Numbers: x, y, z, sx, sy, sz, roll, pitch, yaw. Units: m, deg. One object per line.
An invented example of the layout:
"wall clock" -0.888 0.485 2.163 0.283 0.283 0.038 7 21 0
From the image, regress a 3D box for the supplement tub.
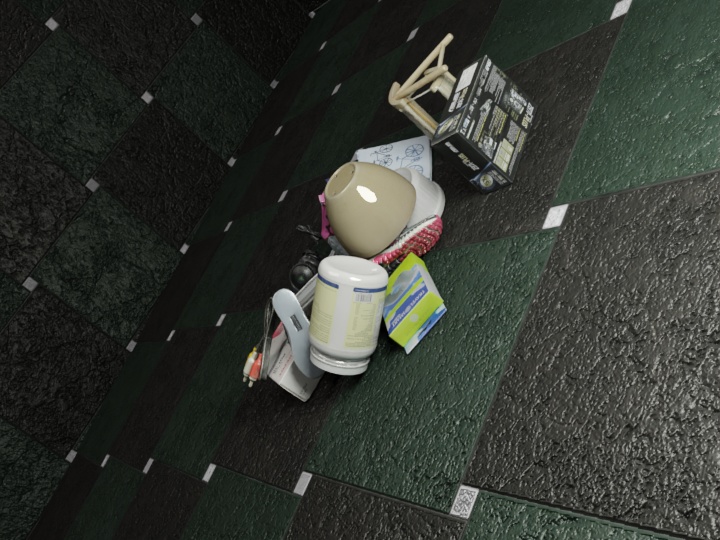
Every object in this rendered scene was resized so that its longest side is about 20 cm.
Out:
"supplement tub" -0.028 0.087 1.555 0.145 0.141 0.205 -129 47 -66

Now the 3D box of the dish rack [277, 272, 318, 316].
"dish rack" -0.093 0.057 1.824 0.172 0.044 0.199 -45 -10 16

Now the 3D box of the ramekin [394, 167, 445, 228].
"ramekin" 0.085 -0.136 1.738 0.201 0.094 0.205 -35 33 26

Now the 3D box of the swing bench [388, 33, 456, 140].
"swing bench" 0.190 -0.365 1.732 0.199 0.197 0.132 -34 30 40

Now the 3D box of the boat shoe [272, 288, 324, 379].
"boat shoe" -0.131 0.137 1.678 0.073 0.202 0.068 -31 -8 -4

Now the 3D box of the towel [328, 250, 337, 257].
"towel" -0.075 -0.009 1.929 0.201 0.023 0.149 -57 8 52

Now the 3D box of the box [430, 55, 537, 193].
"box" 0.248 -0.289 1.561 0.085 0.162 0.204 -18 43 54

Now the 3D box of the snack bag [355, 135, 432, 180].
"snack bag" 0.079 -0.253 1.907 0.195 0.022 0.191 -10 41 12

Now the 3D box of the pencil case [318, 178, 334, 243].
"pencil case" -0.058 -0.137 1.949 0.092 0.202 0.092 -21 62 -14

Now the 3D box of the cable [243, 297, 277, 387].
"cable" -0.223 0.165 1.767 0.097 0.049 0.205 -138 60 -66

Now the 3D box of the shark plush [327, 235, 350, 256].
"shark plush" 0.000 0.000 1.723 0.091 0.083 0.202 -42 57 19

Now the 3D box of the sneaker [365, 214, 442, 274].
"sneaker" 0.080 -0.061 1.635 0.197 0.080 0.076 -31 57 14

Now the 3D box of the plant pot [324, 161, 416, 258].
"plant pot" 0.001 -0.146 1.633 0.198 0.134 0.203 -32 35 27

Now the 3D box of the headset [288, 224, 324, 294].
"headset" -0.134 -0.010 1.847 0.124 0.092 0.203 -60 -6 -55

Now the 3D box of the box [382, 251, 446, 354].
"box" 0.096 0.061 1.547 0.123 0.047 0.201 -50 23 15

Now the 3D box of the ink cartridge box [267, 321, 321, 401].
"ink cartridge box" -0.149 0.197 1.804 0.149 0.082 0.199 -58 23 -8
